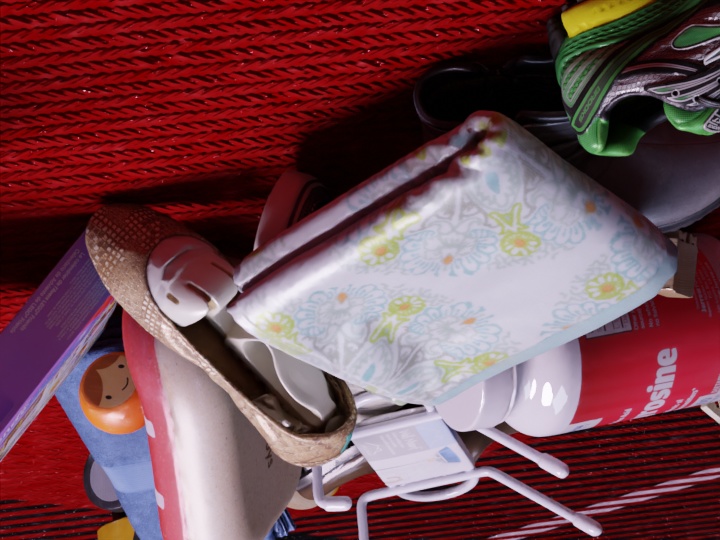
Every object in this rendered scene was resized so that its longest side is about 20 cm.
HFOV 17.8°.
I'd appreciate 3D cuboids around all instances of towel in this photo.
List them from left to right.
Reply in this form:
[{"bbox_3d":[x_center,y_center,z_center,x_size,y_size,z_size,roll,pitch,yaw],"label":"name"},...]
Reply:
[{"bbox_3d":[-0.131,0.114,1.552,0.111,0.049,0.201,-10,126,25],"label":"towel"},{"bbox_3d":[0.050,0.003,1.259,0.199,0.048,0.171,-31,142,28],"label":"towel"}]

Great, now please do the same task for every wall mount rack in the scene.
[{"bbox_3d":[0.065,0.143,1.568,0.172,0.075,0.200,-12,153,12],"label":"wall mount rack"}]

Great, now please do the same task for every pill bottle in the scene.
[{"bbox_3d":[0.145,0.044,1.477,0.198,0.113,0.112,-10,163,-24],"label":"pill bottle"}]

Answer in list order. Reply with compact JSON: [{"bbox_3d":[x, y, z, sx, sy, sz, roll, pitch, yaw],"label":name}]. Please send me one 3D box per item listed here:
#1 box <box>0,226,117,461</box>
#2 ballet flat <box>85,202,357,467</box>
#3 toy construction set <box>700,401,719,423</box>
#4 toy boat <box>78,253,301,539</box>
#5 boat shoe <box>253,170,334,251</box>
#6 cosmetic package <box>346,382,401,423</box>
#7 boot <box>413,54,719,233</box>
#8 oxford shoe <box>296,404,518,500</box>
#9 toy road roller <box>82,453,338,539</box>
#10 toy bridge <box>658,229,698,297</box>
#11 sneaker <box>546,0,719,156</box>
[{"bbox_3d":[-0.211,0.074,1.363,0.039,0.200,0.137,37,154,-1],"label":"box"},{"bbox_3d":[-0.072,0.030,1.318,0.200,0.071,0.065,43,154,-10],"label":"ballet flat"},{"bbox_3d":[0.281,0.030,1.584,0.130,0.093,0.200,1,152,-37],"label":"toy construction set"},{"bbox_3d":[-0.116,0.081,1.433,0.130,0.131,0.202,8,123,22],"label":"toy boat"},{"bbox_3d":[0.000,0.000,1.347,0.092,0.075,0.200,17,172,13],"label":"boat shoe"},{"bbox_3d":[-0.030,0.067,1.569,0.103,0.074,0.200,4,157,-33],"label":"cosmetic package"},{"bbox_3d":[0.124,-0.071,1.255,0.198,0.070,0.132,-10,156,-9],"label":"boot"},{"bbox_3d":[0.042,0.129,1.675,0.199,0.085,0.073,-24,-167,5],"label":"oxford shoe"},{"bbox_3d":[-0.112,0.199,1.803,0.199,0.147,0.123,-17,160,23],"label":"toy road roller"},{"bbox_3d":[0.112,-0.020,1.380,0.199,0.068,0.027,2,172,41],"label":"toy bridge"},{"bbox_3d":[0.187,-0.112,1.127,0.199,0.086,0.078,-23,156,35],"label":"sneaker"}]
